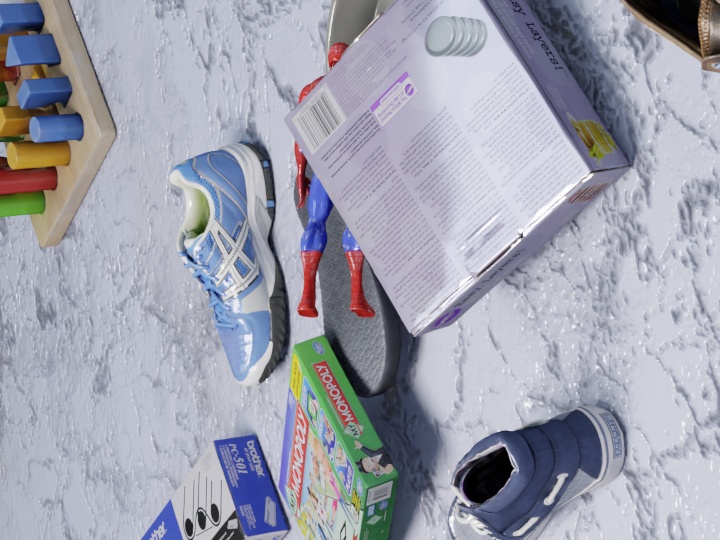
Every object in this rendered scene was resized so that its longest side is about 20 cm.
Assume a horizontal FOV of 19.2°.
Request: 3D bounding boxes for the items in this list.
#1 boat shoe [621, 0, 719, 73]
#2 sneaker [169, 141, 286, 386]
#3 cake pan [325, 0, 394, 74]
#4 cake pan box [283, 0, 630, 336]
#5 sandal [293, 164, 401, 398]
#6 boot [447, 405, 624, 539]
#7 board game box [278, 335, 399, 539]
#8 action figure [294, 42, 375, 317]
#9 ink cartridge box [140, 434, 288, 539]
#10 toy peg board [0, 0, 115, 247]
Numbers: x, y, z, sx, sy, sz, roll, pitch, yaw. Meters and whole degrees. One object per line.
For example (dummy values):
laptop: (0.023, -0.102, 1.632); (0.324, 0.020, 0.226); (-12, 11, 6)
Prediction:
boat shoe: (0.219, -0.133, 1.180); (0.200, 0.072, 0.072); (25, 118, 54)
sneaker: (-0.112, -0.003, 1.748); (0.076, 0.077, 0.200); (-8, 90, 57)
cake pan: (0.040, -0.143, 1.506); (0.200, 0.037, 0.201); (19, 112, 56)
cake pan box: (0.056, -0.082, 1.407); (0.200, 0.052, 0.184); (-45, 67, 35)
sandal: (0.000, -0.001, 1.607); (0.076, 0.043, 0.200); (-41, 53, 45)
boot: (0.088, 0.147, 1.435); (0.200, 0.090, 0.073); (-49, 56, 51)
board game box: (-0.019, 0.161, 1.625); (0.135, 0.029, 0.200); (60, 158, 32)
action figure: (-0.016, -0.066, 1.515); (0.052, 0.065, 0.200); (43, -133, -73)
ink cartridge box: (-0.131, 0.232, 1.857); (0.200, 0.044, 0.094); (-53, 51, 50)
toy peg board: (-0.340, -0.153, 2.071); (0.199, 0.098, 0.200); (-53, 52, 49)
